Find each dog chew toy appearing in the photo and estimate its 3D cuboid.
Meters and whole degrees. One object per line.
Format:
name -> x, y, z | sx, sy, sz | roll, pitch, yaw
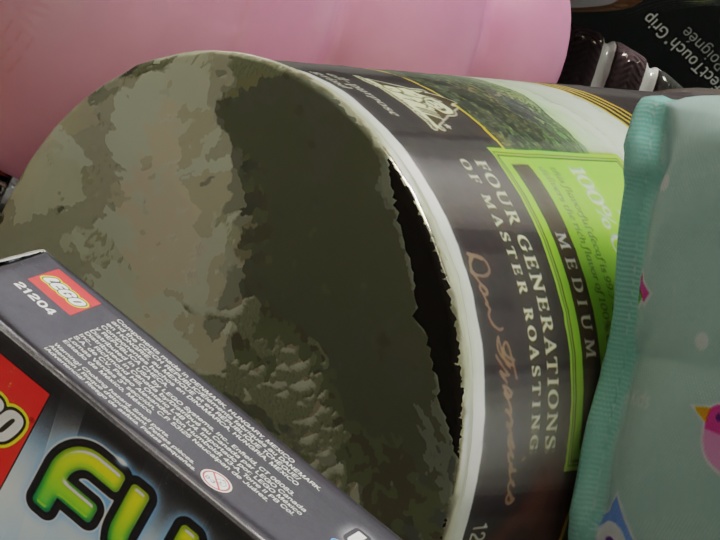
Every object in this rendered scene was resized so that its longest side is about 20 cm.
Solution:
dog chew toy -> -0.025, -0.075, 0.750 | 0.199, 0.125, 0.125 | 8, 31, -40

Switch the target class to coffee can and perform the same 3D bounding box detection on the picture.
coffee can -> 0.027, 0.026, 0.685 | 0.199, 0.147, 0.146 | -1, 38, -50

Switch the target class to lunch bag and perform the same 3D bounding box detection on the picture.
lunch bag -> 0.172, 0.027, 0.609 | 0.170, 0.123, 0.199 | 8, -1, 45

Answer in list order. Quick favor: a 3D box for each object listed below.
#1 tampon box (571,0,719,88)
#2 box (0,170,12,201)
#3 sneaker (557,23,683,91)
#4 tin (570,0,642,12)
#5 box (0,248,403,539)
tampon box -> 0.093, -0.142, 1.001 | 0.150, 0.200, 0.126 | 40, 16, -25
box -> -0.150, -0.078, 0.816 | 0.136, 0.040, 0.200 | 28, 23, -9
sneaker -> 0.022, -0.054, 0.910 | 0.199, 0.076, 0.115 | 25, -1, -13
tin -> -0.003, -0.113, 0.872 | 0.199, 0.042, 0.112 | 9, 0, 3
box -> -0.018, 0.099, 0.525 | 0.200, 0.110, 0.035 | 37, 24, 16
